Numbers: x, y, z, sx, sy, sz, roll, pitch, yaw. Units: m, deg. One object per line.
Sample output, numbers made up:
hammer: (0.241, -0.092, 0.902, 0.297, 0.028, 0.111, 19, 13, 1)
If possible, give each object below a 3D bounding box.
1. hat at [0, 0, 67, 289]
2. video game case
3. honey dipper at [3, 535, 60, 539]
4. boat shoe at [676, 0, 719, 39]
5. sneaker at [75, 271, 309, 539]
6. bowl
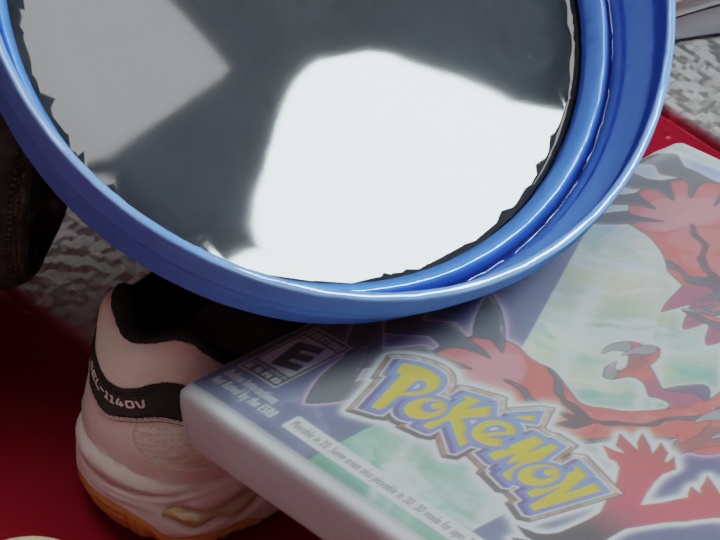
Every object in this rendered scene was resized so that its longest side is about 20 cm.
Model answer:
hat: (-0.118, -0.053, 0.795, 0.081, 0.201, 0.201, 2, 45, 12)
video game case: (0.080, 0.036, 0.721, 0.182, 0.023, 0.200, -26, 33, -27)
honey dipper: (-0.075, 0.159, 0.716, 0.038, 0.038, 0.201, -6, 51, -9)
boat shoe: (0.089, -0.115, 0.962, 0.199, 0.066, 0.074, -17, 50, -19)
sneaker: (0.000, 0.000, 0.834, 0.076, 0.088, 0.200, 32, 51, 27)
bowl: (-0.012, -0.080, 0.765, 0.200, 0.039, 0.201, 7, 68, -17)
